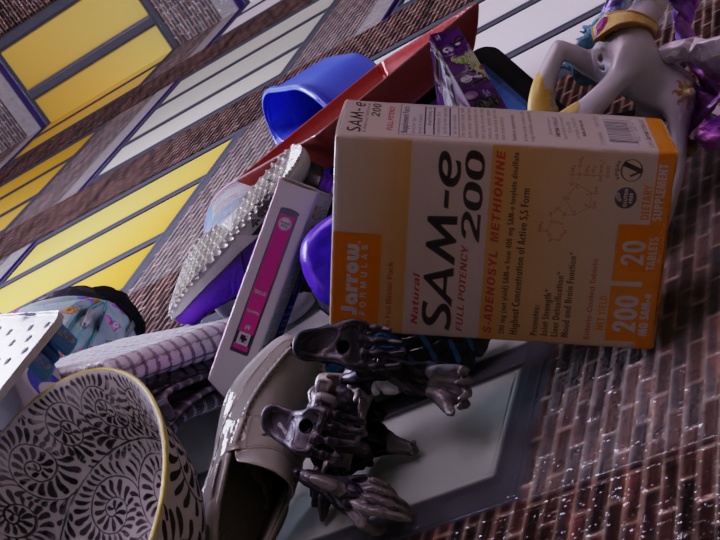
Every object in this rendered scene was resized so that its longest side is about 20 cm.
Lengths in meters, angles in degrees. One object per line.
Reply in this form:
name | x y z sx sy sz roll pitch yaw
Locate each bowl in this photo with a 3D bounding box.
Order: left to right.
bowl | -0.155 0.168 0.798 0.199 0.094 0.203 -25 47 29

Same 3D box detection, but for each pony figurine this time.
pony figurine | 0.210 -0.126 0.924 0.201 0.192 0.166 -61 23 -14

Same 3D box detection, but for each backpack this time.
backpack | -0.296 0.104 1.270 0.165 0.127 0.201 -24 24 19

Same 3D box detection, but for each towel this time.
towel | -0.194 0.104 1.106 0.198 0.087 0.165 -12 5 39

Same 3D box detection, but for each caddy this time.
caddy | -0.029 -0.137 1.374 0.105 0.142 0.199 -37 18 -18

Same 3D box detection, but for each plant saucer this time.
plant saucer | 0.002 -0.141 1.180 0.199 0.037 0.200 -42 11 -24

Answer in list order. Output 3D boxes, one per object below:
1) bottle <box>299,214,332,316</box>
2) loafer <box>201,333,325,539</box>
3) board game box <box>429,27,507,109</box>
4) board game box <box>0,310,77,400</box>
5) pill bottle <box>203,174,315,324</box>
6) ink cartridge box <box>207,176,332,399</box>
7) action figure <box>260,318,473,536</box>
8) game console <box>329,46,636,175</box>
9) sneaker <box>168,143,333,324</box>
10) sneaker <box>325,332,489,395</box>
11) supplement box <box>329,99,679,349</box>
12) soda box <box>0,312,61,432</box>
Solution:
bottle | 0.000 0.000 1.017 0.083 0.066 0.200 -25 -8 -3
loafer | -0.065 0.130 0.872 0.069 0.070 0.202 -13 48 49
board game box | 0.091 -0.073 0.962 0.032 0.121 0.201 -17 39 -3
board game box | -0.290 0.112 0.879 0.199 0.026 0.201 -5 44 51
pill bottle | -0.094 -0.027 1.269 0.108 0.109 0.200 -32 19 5
ink cartridge box | -0.072 0.031 1.004 0.095 0.037 0.202 -4 -68 -85
action figure | 0.005 0.097 0.820 0.200 0.101 0.120 61 -130 -72
game console | 0.098 -0.096 1.092 0.200 0.117 0.176 -40 11 -14
sneaker | -0.076 -0.005 1.117 0.200 0.099 0.070 -43 23 30
sneaker | 0.010 0.052 0.967 0.198 0.075 0.087 -25 15 26
supplement box | 0.082 -0.028 0.815 0.197 0.128 0.074 3 23 3
soda box | -0.246 0.109 0.967 0.068 0.063 0.200 -49 41 7
